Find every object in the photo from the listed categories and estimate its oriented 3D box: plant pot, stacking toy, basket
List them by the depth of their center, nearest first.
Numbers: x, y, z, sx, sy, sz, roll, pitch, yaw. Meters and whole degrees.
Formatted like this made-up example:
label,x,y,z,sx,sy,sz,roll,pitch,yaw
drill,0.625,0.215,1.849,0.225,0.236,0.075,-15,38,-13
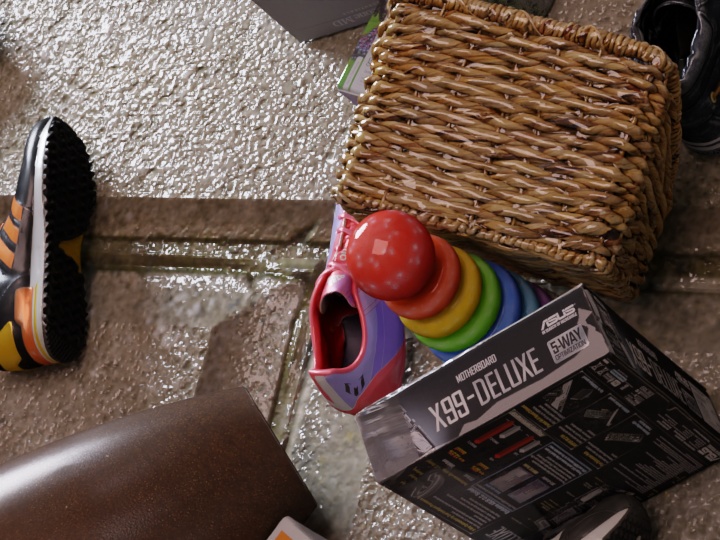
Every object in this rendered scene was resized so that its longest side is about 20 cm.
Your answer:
label,x,y,z,sx,sy,sz,roll,pitch,yaw
stacking toy,0.058,0.017,1.546,0.085,0.200,0.086,-13,62,27
basket,0.102,-0.078,1.590,0.198,0.143,0.150,14,84,19
plant pot,-0.135,0.168,1.627,0.199,0.187,0.187,-32,52,-3

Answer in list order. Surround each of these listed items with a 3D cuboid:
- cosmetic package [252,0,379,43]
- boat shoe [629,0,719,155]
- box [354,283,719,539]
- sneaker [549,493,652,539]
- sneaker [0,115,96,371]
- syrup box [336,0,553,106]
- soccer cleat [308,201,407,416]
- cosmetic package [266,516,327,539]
label,x,y,z,sx,sy,sz,roll,pitch,yaw
cosmetic package,-0.050,-0.250,1.755,0.106,0.200,0.091,-15,57,28
boat shoe,0.221,-0.182,1.614,0.070,0.091,0.202,-9,62,29
box,0.112,0.097,1.474,0.157,0.200,0.050,-31,58,17
sneaker,0.091,0.201,1.517,0.200,0.074,0.080,-44,49,6
sneaker,-0.252,-0.020,1.850,0.089,0.070,0.202,-13,62,23
syrup box,0.073,-0.186,1.719,0.081,0.079,0.201,18,77,38
soccer cleat,0.000,0.000,1.674,0.066,0.076,0.202,-10,62,28
cosmetic package,-0.060,0.270,1.580,0.101,0.071,0.201,35,88,39
